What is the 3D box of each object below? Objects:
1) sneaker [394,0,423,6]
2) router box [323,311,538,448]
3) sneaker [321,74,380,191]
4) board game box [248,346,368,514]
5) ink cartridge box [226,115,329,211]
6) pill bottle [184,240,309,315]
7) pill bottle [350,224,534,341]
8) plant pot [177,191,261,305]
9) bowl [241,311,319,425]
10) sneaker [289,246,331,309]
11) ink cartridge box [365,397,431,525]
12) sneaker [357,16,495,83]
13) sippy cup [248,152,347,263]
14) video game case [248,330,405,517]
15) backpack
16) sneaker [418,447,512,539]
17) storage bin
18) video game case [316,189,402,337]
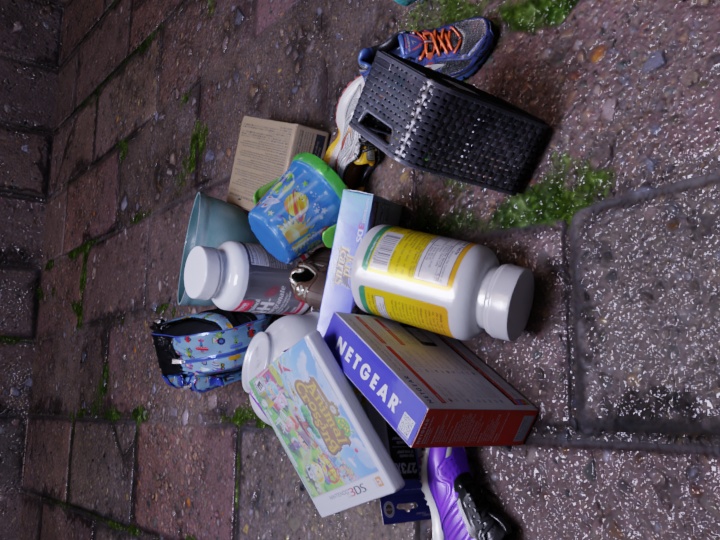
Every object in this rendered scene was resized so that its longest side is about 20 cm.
[{"bbox_3d":[0.093,-0.408,1.004,0.121,0.083,0.202,-43,44,33],"label":"sneaker"},{"bbox_3d":[0.076,0.123,0.848,0.200,0.178,0.049,42,115,48],"label":"router box"},{"bbox_3d":[0.005,-0.199,1.099,0.082,0.077,0.202,43,126,43],"label":"sneaker"},{"bbox_3d":[-0.038,0.200,0.981,0.201,0.103,0.105,50,126,14],"label":"board game box"},{"bbox_3d":[-0.150,-0.178,1.286,0.199,0.074,0.167,23,103,51],"label":"ink cartridge box"},{"bbox_3d":[-0.178,0.012,1.184,0.110,0.198,0.112,-12,75,51],"label":"pill bottle"},{"bbox_3d":[0.097,0.017,0.863,0.198,0.112,0.114,14,94,30],"label":"pill bottle"},{"bbox_3d":[-0.243,-0.028,1.309,0.200,0.132,0.203,-170,90,-72],"label":"plant pot"},{"bbox_3d":[-0.127,0.154,1.147,0.201,0.089,0.203,-38,42,46],"label":"bowl"},{"bbox_3d":[-0.070,0.001,1.102,0.200,0.075,0.071,-125,52,-70],"label":"sneaker"},{"bbox_3d":[0.056,0.212,0.925,0.037,0.094,0.203,-24,64,42],"label":"ink cartridge box"},{"bbox_3d":[0.083,-0.287,0.971,0.198,0.078,0.076,-16,73,25],"label":"sneaker"},{"bbox_3d":[-0.095,-0.086,1.106,0.140,0.130,0.178,51,160,-7],"label":"sippy cup"},{"bbox_3d":[-0.049,0.193,0.885,0.201,0.022,0.182,60,140,8],"label":"video game case"},{"bbox_3d":[-0.241,0.131,1.263,0.199,0.181,0.137,-6,96,47],"label":"backpack"},{"bbox_3d":[0.130,0.284,0.846,0.099,0.069,0.203,-15,76,43],"label":"sneaker"},{"bbox_3d":[0.103,-0.171,0.850,0.135,0.198,0.095,46,118,46],"label":"storage bin"},{"bbox_3d":[0.000,0.000,0.981,0.045,0.181,0.203,12,94,13],"label":"video game case"}]
